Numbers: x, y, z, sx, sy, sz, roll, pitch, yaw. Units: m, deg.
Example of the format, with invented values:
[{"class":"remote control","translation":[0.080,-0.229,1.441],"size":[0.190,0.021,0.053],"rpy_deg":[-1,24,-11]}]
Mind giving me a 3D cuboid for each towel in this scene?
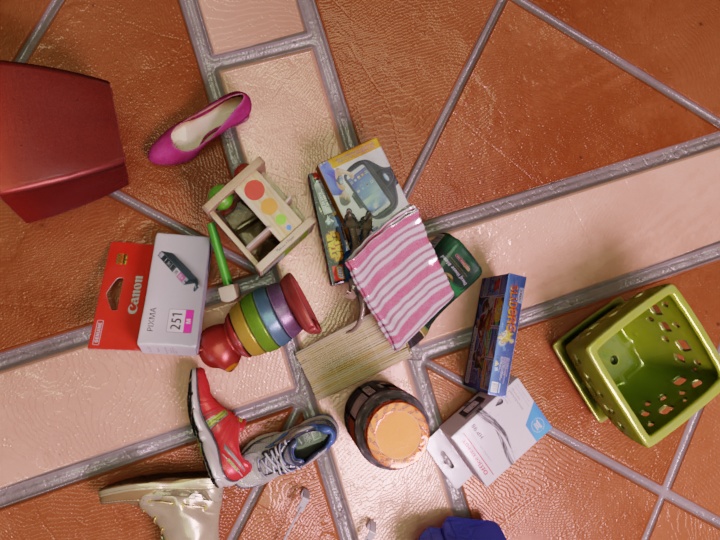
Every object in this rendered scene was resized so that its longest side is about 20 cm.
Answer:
[{"class":"towel","translation":[0.069,0.016,0.936],"size":[0.146,0.030,0.201],"rpy_deg":[-41,123,-19]}]

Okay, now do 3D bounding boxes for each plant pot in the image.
[{"class":"plant pot","translation":[-0.470,-0.203,0.942],"size":[0.174,0.200,0.203],"rpy_deg":[-11,87,-21]},{"class":"plant pot","translation":[0.474,0.159,1.049],"size":[0.198,0.181,0.201],"rpy_deg":[-33,90,-10]}]

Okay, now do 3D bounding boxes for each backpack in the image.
[{"class":"backpack","translation":[0.166,0.538,0.991],"size":[0.165,0.163,0.203],"rpy_deg":[6,97,1]}]

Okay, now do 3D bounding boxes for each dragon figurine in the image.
[{"class":"dragon figurine","translation":[0.000,0.000,0.980],"size":[0.058,0.100,0.203],"rpy_deg":[-2,119,-1]}]

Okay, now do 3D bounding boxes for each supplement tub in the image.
[{"class":"supplement tub","translation":[0.042,0.249,0.969],"size":[0.121,0.200,0.125],"rpy_deg":[1,86,-9]}]

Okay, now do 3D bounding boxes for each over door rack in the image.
[{"class":"over door rack","translation":[-0.077,0.495,1.000],"size":[0.146,0.067,0.202],"rpy_deg":[28,82,-6]}]

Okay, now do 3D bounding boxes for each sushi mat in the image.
[{"class":"sushi mat","translation":[-0.014,0.143,1.017],"size":[0.198,0.012,0.097],"rpy_deg":[-29,88,20]}]

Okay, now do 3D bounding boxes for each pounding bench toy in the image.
[{"class":"pounding bench toy","translation":[-0.200,-0.066,0.995],"size":[0.200,0.124,0.156],"rpy_deg":[-43,92,-9]}]

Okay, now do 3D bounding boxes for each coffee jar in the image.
[{"class":"coffee jar","translation":[0.114,0.037,1.050],"size":[0.200,0.085,0.104],"rpy_deg":[-46,109,-8]}]

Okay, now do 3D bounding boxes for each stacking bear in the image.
[{"class":"stacking bear","translation":[-0.179,0.099,0.998],"size":[0.198,0.121,0.115],"rpy_deg":[-28,84,-2]}]

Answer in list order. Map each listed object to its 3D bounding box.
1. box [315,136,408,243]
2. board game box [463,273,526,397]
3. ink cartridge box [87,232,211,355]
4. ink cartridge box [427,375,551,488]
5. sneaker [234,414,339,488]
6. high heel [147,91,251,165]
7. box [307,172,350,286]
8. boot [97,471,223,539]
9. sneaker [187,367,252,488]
[{"class":"box","translation":[0.018,-0.114,1.034],"size":[0.118,0.041,0.202],"rpy_deg":[-26,88,-10]},{"class":"board game box","translation":[0.232,0.110,1.041],"size":[0.034,0.135,0.203],"rpy_deg":[12,85,-6]},{"class":"ink cartridge box","translation":[-0.341,0.033,0.974],"size":[0.171,0.044,0.203],"rpy_deg":[4,62,-9]},{"class":"ink cartridge box","translation":[0.224,0.292,1.055],"size":[0.199,0.067,0.116],"rpy_deg":[-39,98,-10]},{"class":"sneaker","translation":[-0.127,0.304,0.998],"size":[0.198,0.085,0.078],"rpy_deg":[-28,90,-9]},{"class":"high heel","translation":[-0.275,-0.242,1.012],"size":[0.198,0.096,0.068],"rpy_deg":[-24,90,-10]},{"class":"box","translation":[-0.009,-0.085,1.068],"size":[0.135,0.040,0.203],"rpy_deg":[-11,87,-10]},{"class":"boot","translation":[-0.322,0.414,0.967],"size":[0.197,0.073,0.158],"rpy_deg":[0,83,-14]},{"class":"sneaker","translation":[-0.234,0.253,0.989],"size":[0.084,0.077,0.202],"rpy_deg":[-14,72,-26]}]
